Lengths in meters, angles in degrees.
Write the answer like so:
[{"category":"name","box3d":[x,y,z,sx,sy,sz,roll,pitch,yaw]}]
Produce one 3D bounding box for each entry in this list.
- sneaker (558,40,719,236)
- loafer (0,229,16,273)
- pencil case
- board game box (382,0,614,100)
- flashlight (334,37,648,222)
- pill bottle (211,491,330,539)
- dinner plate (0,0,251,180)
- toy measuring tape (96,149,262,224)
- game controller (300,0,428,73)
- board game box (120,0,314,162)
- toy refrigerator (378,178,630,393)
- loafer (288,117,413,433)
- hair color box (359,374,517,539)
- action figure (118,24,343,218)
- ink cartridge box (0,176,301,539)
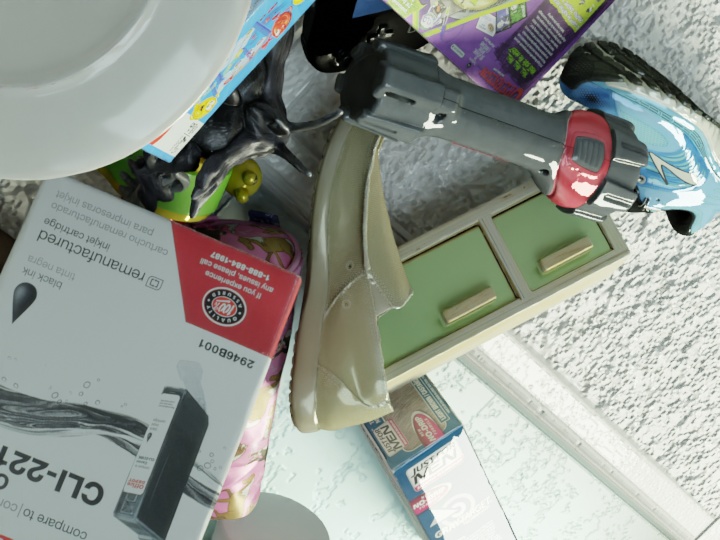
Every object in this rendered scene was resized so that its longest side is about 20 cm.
[{"category":"sneaker","box3d":[0.198,-0.078,0.908,0.199,0.079,0.090,30,107,-37]},{"category":"loafer","box3d":[-0.235,-0.013,0.728,0.198,0.073,0.072,14,113,-34]},{"category":"pencil case","box3d":[-0.089,0.063,0.844,0.081,0.087,0.202,7,119,-7]},{"category":"board game box","box3d":[0.085,-0.170,0.769,0.120,0.032,0.200,-50,153,8]},{"category":"flashlight","box3d":[0.078,-0.084,0.796,0.198,0.068,0.068,15,130,-28]},{"category":"pill bottle","box3d":[-0.089,0.264,0.961,0.109,0.111,0.202,5,118,-29]},{"category":"dinner plate","box3d":[-0.141,-0.140,0.565,0.199,0.201,0.024,-38,172,1]},{"category":"toy measuring tape","box3d":[-0.139,-0.066,0.746,0.198,0.074,0.074,12,115,-33]},{"category":"game controller","box3d":[0.029,-0.190,0.730,0.103,0.042,0.201,-12,147,-26]},{"category":"board game box","box3d":[-0.096,-0.190,0.607,0.196,0.200,0.056,-46,171,3]},{"category":"toy refrigerator","box3d":[0.071,0.008,0.882,0.198,0.077,0.070,-26,169,-9]},{"category":"loafer","box3d":[0.000,0.000,0.815,0.067,0.076,0.203,7,88,0]},{"category":"hair color box","box3d":[0.060,0.160,0.976,0.060,0.100,0.201,-31,130,-5]},{"category":"action figure","box3d":[-0.104,-0.097,0.681,0.198,0.102,0.120,26,83,5]},{"category":"ink cartridge box","box3d":[-0.133,0.074,0.688,0.143,0.084,0.202,22,77,-5]}]
